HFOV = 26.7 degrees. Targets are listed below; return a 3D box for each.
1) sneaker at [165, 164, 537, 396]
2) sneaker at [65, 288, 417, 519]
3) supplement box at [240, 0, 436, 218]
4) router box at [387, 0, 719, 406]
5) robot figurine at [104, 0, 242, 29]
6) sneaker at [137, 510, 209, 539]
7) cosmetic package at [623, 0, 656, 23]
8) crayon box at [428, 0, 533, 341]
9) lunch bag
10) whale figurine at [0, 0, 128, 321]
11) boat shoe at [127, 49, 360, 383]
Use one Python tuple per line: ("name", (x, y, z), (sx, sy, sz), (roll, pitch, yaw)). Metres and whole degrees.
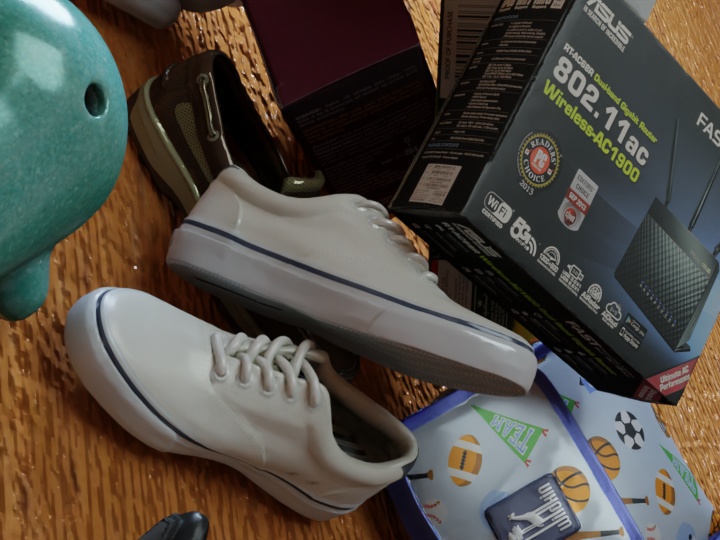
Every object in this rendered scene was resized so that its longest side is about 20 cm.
("sneaker", (0.000, 0.000, 0.749), (0.198, 0.071, 0.073), (22, -13, 14))
("sneaker", (-0.051, 0.055, 0.733), (0.199, 0.071, 0.074), (33, 36, -40))
("supplement box", (-0.004, -0.117, 0.906), (0.200, 0.085, 0.111), (58, 10, -68))
("router box", (0.126, -0.041, 0.808), (0.200, 0.062, 0.151), (38, 71, -34))
("robot figurine", (-0.115, -0.227, 0.883), (0.199, 0.112, 0.171), (31, 64, -43))
("sneaker", (-0.015, 0.158, 0.536), (0.200, 0.071, 0.098), (34, 72, 0))
("cosmetic package", (0.055, -0.208, 0.831), (0.199, 0.052, 0.150), (26, 3, 38))
("crayon box", (0.084, -0.061, 0.909), (0.172, 0.058, 0.202), (-21, 114, -76))
("lunch bag", (0.106, 0.134, 0.884), (0.199, 0.124, 0.171), (-22, 81, -49))
("whale figurine", (-0.161, -0.038, 0.616), (0.201, 0.103, 0.160), (-72, 147, -43))
("boat shoe", (-0.051, -0.027, 0.828), (0.203, 0.075, 0.075), (57, 28, -2))
